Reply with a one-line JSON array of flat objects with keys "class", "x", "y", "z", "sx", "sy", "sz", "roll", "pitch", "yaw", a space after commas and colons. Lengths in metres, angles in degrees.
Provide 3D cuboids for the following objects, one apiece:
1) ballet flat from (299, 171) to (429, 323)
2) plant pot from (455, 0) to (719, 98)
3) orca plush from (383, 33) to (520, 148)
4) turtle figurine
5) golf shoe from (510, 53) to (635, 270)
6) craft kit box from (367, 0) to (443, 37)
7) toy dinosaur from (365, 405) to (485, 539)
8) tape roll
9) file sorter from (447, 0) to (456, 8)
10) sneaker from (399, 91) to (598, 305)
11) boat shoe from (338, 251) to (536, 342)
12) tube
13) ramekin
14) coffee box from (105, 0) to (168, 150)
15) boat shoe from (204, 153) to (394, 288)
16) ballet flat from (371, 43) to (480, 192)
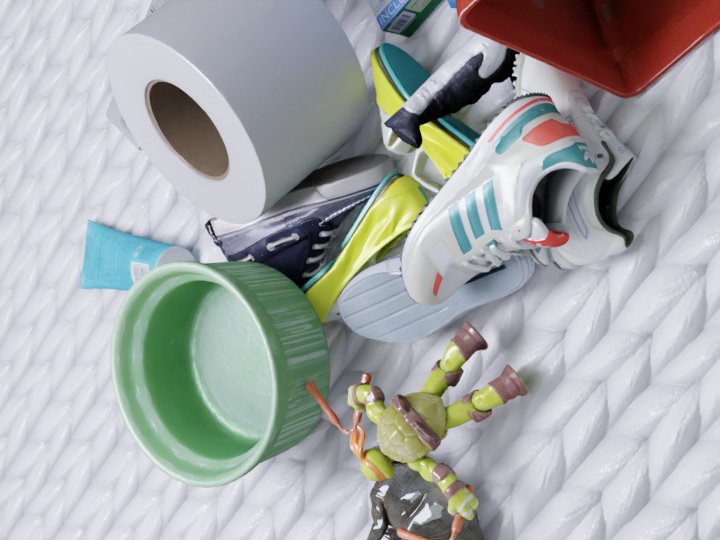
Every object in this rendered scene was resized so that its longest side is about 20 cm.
[{"class": "ballet flat", "x": 0.000, "y": 0.000, "z": 1.435, "sx": 0.067, "sy": 0.067, "sz": 0.200, "roll": 43, "pitch": 118, "yaw": 8}, {"class": "plant pot", "x": 0.184, "y": -0.281, "z": 1.192, "sx": 0.200, "sy": 0.199, "sz": 0.177, "roll": -40, "pitch": 50, "yaw": 35}, {"class": "orca plush", "x": 0.115, "y": -0.164, "z": 1.303, "sx": 0.200, "sy": 0.071, "sz": 0.105, "roll": -46, "pitch": 6, "yaw": -16}, {"class": "turtle figurine", "x": 0.048, "y": 0.116, "z": 1.313, "sx": 0.161, "sy": 0.064, "sz": 0.200, "roll": -43, "pitch": 56, "yaw": -1}, {"class": "golf shoe", "x": 0.177, "y": -0.103, "z": 1.259, "sx": 0.097, "sy": 0.078, "sz": 0.202, "roll": -5, "pitch": 91, "yaw": 39}, {"class": "craft kit box", "x": 0.055, "y": -0.350, "z": 1.430, "sx": 0.200, "sy": 0.048, "sz": 0.199, "roll": -44, "pitch": 59, "yaw": 33}, {"class": "toy dinosaur", "x": 0.053, "y": 0.207, "z": 1.341, "sx": 0.200, "sy": 0.077, "sz": 0.103, "roll": 39, "pitch": 119, "yaw": 44}, {"class": "tape roll", "x": -0.110, "y": -0.162, "z": 1.431, "sx": 0.202, "sy": 0.139, "sz": 0.203, "roll": 36, "pitch": 151, "yaw": 24}, {"class": "file sorter", "x": 0.028, "y": -0.330, "z": 1.295, "sx": 0.122, "sy": 0.139, "sz": 0.202, "roll": 5, "pitch": 88, "yaw": 9}, {"class": "sneaker", "x": 0.107, "y": -0.034, "z": 1.225, "sx": 0.094, "sy": 0.070, "sz": 0.200, "roll": 50, "pitch": 118, "yaw": 31}, {"class": "boat shoe", "x": 0.073, "y": 0.009, "z": 1.354, "sx": 0.199, "sy": 0.067, "sz": 0.074, "roll": -15, "pitch": 107, "yaw": 37}, {"class": "tube", "x": -0.250, "y": -0.009, "z": 1.704, "sx": 0.199, "sy": 0.050, "sz": 0.078, "roll": 10, "pitch": 88, "yaw": 51}, {"class": "ramekin", "x": -0.122, "y": 0.086, "z": 1.431, "sx": 0.199, "sy": 0.097, "sz": 0.202, "roll": 7, "pitch": 101, "yaw": 36}, {"class": "coffee box", "x": -0.156, "y": -0.215, "z": 1.580, "sx": 0.080, "sy": 0.114, "sz": 0.201, "roll": 43, "pitch": 114, "yaw": 42}, {"class": "boat shoe", "x": -0.043, "y": -0.039, "z": 1.485, "sx": 0.199, "sy": 0.075, "sz": 0.093, "roll": -17, "pitch": 106, "yaw": 29}, {"class": "ballet flat", "x": 0.057, "y": -0.117, "z": 1.372, "sx": 0.200, "sy": 0.067, "sz": 0.067, "roll": 49, "pitch": 118, "yaw": 35}]
